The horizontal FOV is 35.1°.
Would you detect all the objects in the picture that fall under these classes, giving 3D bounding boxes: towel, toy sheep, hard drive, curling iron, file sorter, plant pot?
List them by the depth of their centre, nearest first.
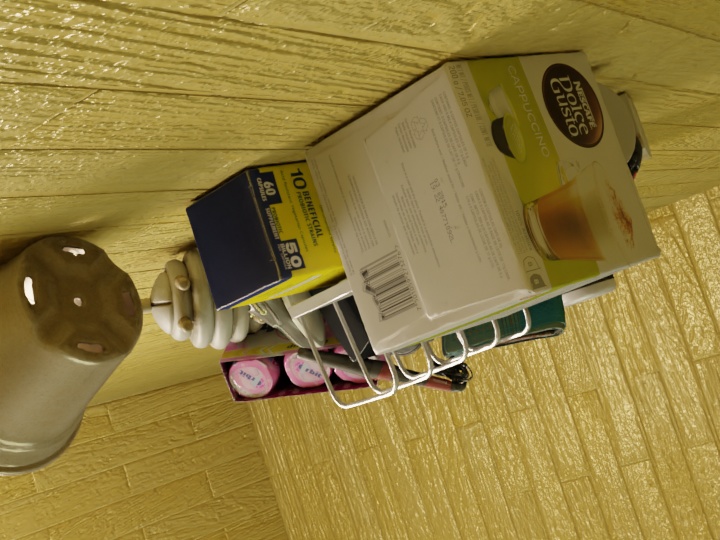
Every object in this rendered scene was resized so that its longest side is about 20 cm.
[{"bbox_3d":[-0.310,0.067,1.090,0.183,0.201,0.200,-37,164,36],"label":"plant pot"},{"bbox_3d":[0.056,0.049,1.190,0.199,0.125,0.139,-21,176,-34],"label":"file sorter"},{"bbox_3d":[0.027,0.109,1.274,0.198,0.026,0.050,6,-156,6],"label":"curling iron"},{"bbox_3d":[0.000,0.000,1.311,0.134,0.201,0.042,-13,153,-35],"label":"hard drive"},{"bbox_3d":[0.162,0.011,1.356,0.146,0.201,0.022,-14,135,13],"label":"towel"},{"bbox_3d":[-0.179,0.032,1.356,0.198,0.139,0.138,-2,169,-17],"label":"toy sheep"}]

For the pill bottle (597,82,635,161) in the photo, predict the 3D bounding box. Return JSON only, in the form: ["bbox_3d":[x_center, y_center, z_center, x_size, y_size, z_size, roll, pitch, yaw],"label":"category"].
[{"bbox_3d":[0.185,-0.114,1.172,0.115,0.117,0.200,-15,174,-28],"label":"pill bottle"}]

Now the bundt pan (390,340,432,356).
[{"bbox_3d":[0.027,0.017,1.557,0.201,0.203,0.076,-21,162,24],"label":"bundt pan"}]

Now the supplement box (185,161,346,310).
[{"bbox_3d":[-0.054,-0.042,1.138,0.199,0.110,0.109,-13,172,-46],"label":"supplement box"}]

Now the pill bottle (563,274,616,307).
[{"bbox_3d":[0.306,-0.049,1.729,0.112,0.201,0.112,-17,175,-2],"label":"pill bottle"}]

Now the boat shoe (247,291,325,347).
[{"bbox_3d":[-0.106,0.018,1.274,0.060,0.202,0.072,-22,-143,18],"label":"boat shoe"}]

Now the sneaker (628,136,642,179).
[{"bbox_3d":[0.250,-0.079,1.279,0.201,0.071,0.098,-60,171,29],"label":"sneaker"}]

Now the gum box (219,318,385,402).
[{"bbox_3d":[-0.058,0.092,1.389,0.199,0.066,0.114,-8,-150,18],"label":"gum box"}]

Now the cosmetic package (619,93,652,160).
[{"bbox_3d":[0.238,-0.135,1.352,0.199,0.072,0.105,-20,173,19],"label":"cosmetic package"}]

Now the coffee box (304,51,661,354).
[{"bbox_3d":[0.109,-0.061,1.019,0.197,0.201,0.200,-13,171,-42],"label":"coffee box"}]
